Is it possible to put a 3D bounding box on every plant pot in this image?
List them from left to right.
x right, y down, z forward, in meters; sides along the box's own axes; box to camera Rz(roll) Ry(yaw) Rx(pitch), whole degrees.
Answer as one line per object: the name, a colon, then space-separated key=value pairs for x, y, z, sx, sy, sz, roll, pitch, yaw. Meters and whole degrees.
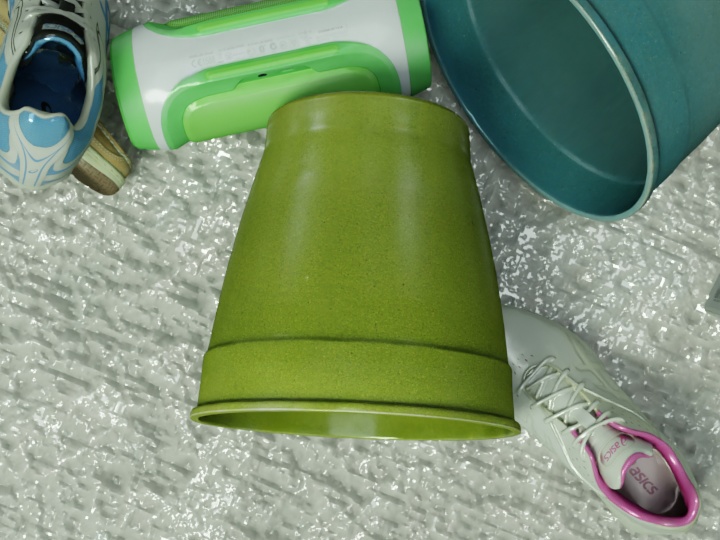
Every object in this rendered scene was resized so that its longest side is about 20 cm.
plant pot: x=0.000 y=0.000 z=0.754 sx=0.198 sy=0.200 sz=0.195 roll=2 pitch=78 yaw=0
plant pot: x=0.169 y=-0.167 z=0.756 sx=0.188 sy=0.200 sz=0.201 roll=-38 pitch=89 yaw=-16

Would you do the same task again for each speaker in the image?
speaker: x=-0.057 y=-0.136 z=0.797 sx=0.198 sy=0.088 sz=0.089 roll=-12 pitch=89 yaw=-1

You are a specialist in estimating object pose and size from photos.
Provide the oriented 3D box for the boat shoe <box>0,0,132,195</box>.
boat shoe: x=-0.215 y=-0.139 z=0.808 sx=0.200 sy=0.072 sz=0.076 roll=45 pitch=73 yaw=-1

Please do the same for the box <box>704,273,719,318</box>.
box: x=0.328 y=0.059 z=0.767 sx=0.199 sy=0.144 sz=0.037 roll=24 pitch=93 yaw=0

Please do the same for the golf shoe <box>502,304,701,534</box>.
golf shoe: x=0.147 y=0.094 z=0.792 sx=0.200 sy=0.092 sz=0.075 roll=41 pitch=90 yaw=2

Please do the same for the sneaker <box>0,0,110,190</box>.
sneaker: x=-0.184 y=-0.142 z=0.748 sx=0.071 sy=0.073 sz=0.201 roll=15 pitch=52 yaw=-25
